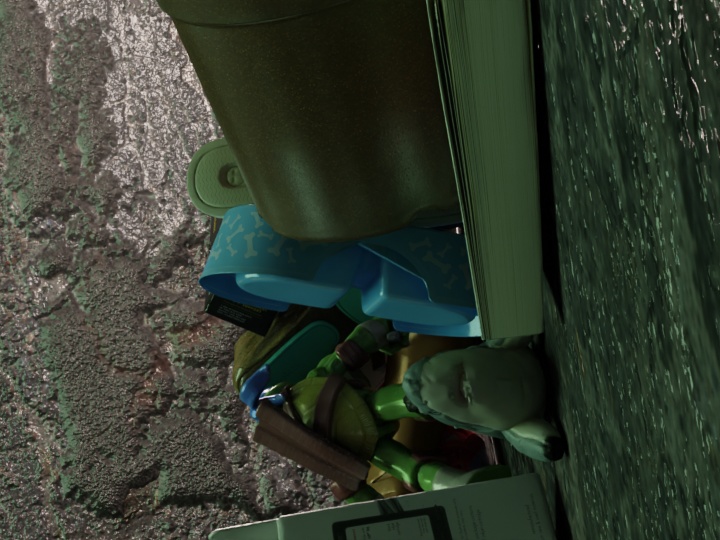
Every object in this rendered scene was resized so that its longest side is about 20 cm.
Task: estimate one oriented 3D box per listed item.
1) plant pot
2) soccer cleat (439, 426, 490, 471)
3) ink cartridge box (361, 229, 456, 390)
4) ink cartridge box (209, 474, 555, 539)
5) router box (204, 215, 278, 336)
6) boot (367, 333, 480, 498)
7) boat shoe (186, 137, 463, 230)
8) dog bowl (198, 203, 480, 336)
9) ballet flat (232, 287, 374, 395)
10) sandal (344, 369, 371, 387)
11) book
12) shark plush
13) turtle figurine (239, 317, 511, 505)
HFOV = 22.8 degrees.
[{"bbox_3d":[-0.013,-0.137,1.025,0.200,0.200,0.198,-102,-5,-62],"label":"plant pot"},{"bbox_3d":[0.081,0.170,1.447,0.200,0.067,0.077,-84,-18,-82],"label":"soccer cleat"},{"bbox_3d":[0.009,0.017,1.481,0.147,0.083,0.200,-52,-19,-20],"label":"ink cartridge box"},{"bbox_3d":[0.017,0.196,1.077,0.116,0.200,0.068,82,178,-49],"label":"ink cartridge box"},{"bbox_3d":[-0.062,-0.066,1.357,0.157,0.052,0.200,-62,15,21],"label":"router box"},{"bbox_3d":[0.042,0.131,1.393,0.200,0.074,0.155,100,-177,-50],"label":"boot"},{"bbox_3d":[-0.009,-0.056,1.163,0.068,0.200,0.072,40,-126,-70],"label":"boat shoe"},{"bbox_3d":[0.000,0.000,1.129,0.111,0.200,0.050,134,146,-75],"label":"dog bowl"},{"bbox_3d":[-0.019,0.022,1.337,0.068,0.200,0.072,40,-163,-42],"label":"ballet flat"},{"bbox_3d":[-0.034,0.118,1.467,0.080,0.057,0.201,35,159,17],"label":"sandal"},{"bbox_3d":[0.065,-0.084,0.915,0.134,0.048,0.200,-92,-7,-58],"label":"book"},{"bbox_3d":[0.063,0.065,1.056,0.200,0.083,0.091,-135,36,-87],"label":"shark plush"},{"bbox_3d":[0.035,0.109,1.264,0.200,0.194,0.144,42,-114,-41],"label":"turtle figurine"}]
